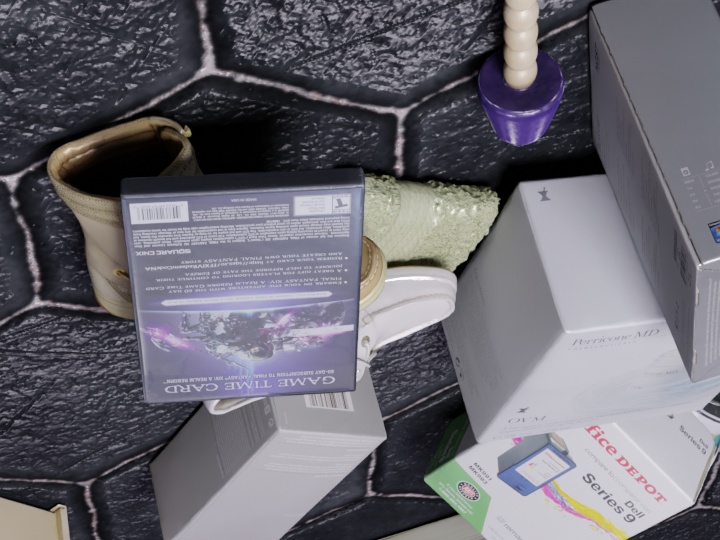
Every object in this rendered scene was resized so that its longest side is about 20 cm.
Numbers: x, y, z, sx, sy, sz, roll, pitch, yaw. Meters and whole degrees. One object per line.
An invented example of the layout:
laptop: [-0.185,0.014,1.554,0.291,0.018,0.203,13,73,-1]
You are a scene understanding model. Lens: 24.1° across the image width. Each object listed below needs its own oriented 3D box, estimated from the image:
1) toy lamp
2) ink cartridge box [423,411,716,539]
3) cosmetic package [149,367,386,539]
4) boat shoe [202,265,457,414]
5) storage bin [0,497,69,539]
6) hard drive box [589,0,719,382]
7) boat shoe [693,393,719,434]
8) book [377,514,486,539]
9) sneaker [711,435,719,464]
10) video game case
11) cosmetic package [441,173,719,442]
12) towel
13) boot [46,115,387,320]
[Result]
toy lamp: [0.097,-0.147,1.006,0.058,0.058,0.200,-13,148,-6]
ink cartridge box: [0.174,0.158,1.416,0.145,0.088,0.200,44,131,-9]
cosmetic package: [-0.079,0.147,1.363,0.106,0.091,0.200,8,144,-36]
boat shoe: [-0.021,0.055,1.186,0.199,0.070,0.071,-18,150,-1]
storage bin: [-0.334,0.315,1.396,0.200,0.199,0.094,-32,142,25]
hard drive box: [0.211,-0.057,1.064,0.076,0.201,0.156,-17,150,-1]
boat shoe: [0.360,0.102,1.512,0.198,0.074,0.068,6,147,-34]
book: [0.093,0.292,1.724,0.199,0.048,0.134,-20,153,2]
sneaker: [0.248,0.126,1.520,0.199,0.078,0.080,11,110,-31]
video game case: [-0.071,0.014,1.050,0.142,0.019,0.201,-3,140,-5]
cosmetic package: [0.189,0.025,1.237,0.198,0.124,0.200,-7,153,-19]
towel: [0.000,0.000,1.212,0.148,0.037,0.200,4,143,-32]
boot: [-0.087,-0.029,1.064,0.199,0.073,0.156,2,148,8]
